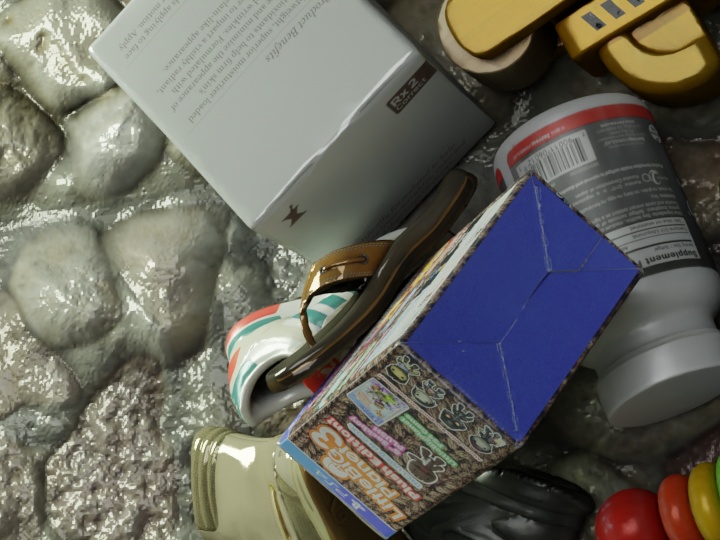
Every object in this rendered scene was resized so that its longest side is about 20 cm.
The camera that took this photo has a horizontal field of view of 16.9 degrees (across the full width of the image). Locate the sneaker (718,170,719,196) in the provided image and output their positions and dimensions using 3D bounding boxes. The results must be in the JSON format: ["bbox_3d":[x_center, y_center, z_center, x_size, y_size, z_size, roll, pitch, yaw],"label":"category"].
[{"bbox_3d":[0.281,-0.024,1.565,0.082,0.073,0.201,133,146,-52],"label":"sneaker"}]

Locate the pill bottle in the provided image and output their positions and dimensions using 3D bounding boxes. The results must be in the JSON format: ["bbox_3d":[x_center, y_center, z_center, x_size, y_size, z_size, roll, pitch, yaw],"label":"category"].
[{"bbox_3d":[0.172,-0.006,1.610,0.115,0.116,0.201,-25,69,15],"label":"pill bottle"}]

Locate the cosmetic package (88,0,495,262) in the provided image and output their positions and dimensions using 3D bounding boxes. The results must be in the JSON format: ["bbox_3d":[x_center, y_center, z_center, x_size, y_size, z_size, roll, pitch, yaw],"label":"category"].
[{"bbox_3d":[-0.046,-0.130,1.704,0.165,0.165,0.200,-46,65,7],"label":"cosmetic package"}]

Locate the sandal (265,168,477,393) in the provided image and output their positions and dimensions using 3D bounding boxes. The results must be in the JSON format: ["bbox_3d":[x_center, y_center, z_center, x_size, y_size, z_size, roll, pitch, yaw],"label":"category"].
[{"bbox_3d":[0.000,0.000,1.604,0.055,0.082,0.200,42,81,-4],"label":"sandal"}]

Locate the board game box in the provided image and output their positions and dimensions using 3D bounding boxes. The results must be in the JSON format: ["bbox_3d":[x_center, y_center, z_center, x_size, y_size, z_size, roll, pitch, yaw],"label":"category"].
[{"bbox_3d":[0.060,0.056,1.523,0.097,0.200,0.160,41,59,-4],"label":"board game box"}]

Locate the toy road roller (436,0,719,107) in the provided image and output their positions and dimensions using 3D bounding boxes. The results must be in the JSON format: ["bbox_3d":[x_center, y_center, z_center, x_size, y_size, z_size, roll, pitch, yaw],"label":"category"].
[{"bbox_3d":[0.166,-0.163,1.652,0.199,0.123,0.147,-31,78,12],"label":"toy road roller"}]

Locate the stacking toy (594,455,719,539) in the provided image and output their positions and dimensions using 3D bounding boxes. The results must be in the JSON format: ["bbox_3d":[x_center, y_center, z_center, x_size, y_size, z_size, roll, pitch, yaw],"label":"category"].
[{"bbox_3d":[0.243,0.147,1.566,0.199,0.085,0.086,-20,70,21],"label":"stacking toy"}]

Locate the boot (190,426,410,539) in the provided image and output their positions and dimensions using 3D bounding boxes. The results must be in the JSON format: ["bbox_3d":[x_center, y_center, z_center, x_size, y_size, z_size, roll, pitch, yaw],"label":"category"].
[{"bbox_3d":[-0.036,0.198,1.665,0.155,0.073,0.201,-2,116,51],"label":"boot"}]

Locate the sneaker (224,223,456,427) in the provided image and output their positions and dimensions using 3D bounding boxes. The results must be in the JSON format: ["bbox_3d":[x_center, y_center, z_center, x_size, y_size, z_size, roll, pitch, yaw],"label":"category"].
[{"bbox_3d":[-0.007,0.046,1.676,0.199,0.070,0.094,-27,33,18],"label":"sneaker"}]

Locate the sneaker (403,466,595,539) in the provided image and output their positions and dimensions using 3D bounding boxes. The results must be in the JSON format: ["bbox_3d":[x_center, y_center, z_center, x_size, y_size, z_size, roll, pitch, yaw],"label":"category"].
[{"bbox_3d":[0.056,0.163,1.643,0.199,0.076,0.091,17,92,28],"label":"sneaker"}]
